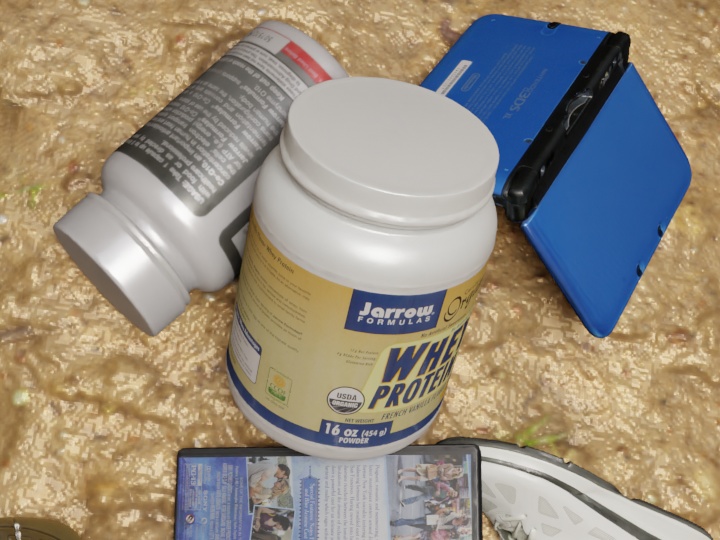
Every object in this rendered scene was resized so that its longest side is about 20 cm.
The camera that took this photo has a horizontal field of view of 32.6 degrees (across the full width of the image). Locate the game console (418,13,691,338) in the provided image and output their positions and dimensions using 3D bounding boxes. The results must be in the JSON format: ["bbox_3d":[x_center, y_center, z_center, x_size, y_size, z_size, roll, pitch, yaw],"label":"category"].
[{"bbox_3d":[0.124,-0.073,0.859,0.170,0.119,0.200,15,46,25],"label":"game console"}]

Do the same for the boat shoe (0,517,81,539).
[{"bbox_3d":[-0.267,0.195,0.743,0.199,0.065,0.073,-8,83,-30],"label":"boat shoe"}]

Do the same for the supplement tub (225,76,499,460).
[{"bbox_3d":[0.000,0.000,0.744,0.144,0.200,0.145,9,38,-7],"label":"supplement tub"}]

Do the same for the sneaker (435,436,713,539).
[{"bbox_3d":[0.126,0.189,0.796,0.200,0.076,0.116,24,72,-4],"label":"sneaker"}]

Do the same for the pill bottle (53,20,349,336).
[{"bbox_3d":[-0.096,-0.060,0.807,0.114,0.114,0.200,45,74,4],"label":"pill bottle"}]

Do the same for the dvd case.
[{"bbox_3d":[-0.022,0.182,0.775,0.199,0.018,0.143,-2,76,11],"label":"dvd case"}]
